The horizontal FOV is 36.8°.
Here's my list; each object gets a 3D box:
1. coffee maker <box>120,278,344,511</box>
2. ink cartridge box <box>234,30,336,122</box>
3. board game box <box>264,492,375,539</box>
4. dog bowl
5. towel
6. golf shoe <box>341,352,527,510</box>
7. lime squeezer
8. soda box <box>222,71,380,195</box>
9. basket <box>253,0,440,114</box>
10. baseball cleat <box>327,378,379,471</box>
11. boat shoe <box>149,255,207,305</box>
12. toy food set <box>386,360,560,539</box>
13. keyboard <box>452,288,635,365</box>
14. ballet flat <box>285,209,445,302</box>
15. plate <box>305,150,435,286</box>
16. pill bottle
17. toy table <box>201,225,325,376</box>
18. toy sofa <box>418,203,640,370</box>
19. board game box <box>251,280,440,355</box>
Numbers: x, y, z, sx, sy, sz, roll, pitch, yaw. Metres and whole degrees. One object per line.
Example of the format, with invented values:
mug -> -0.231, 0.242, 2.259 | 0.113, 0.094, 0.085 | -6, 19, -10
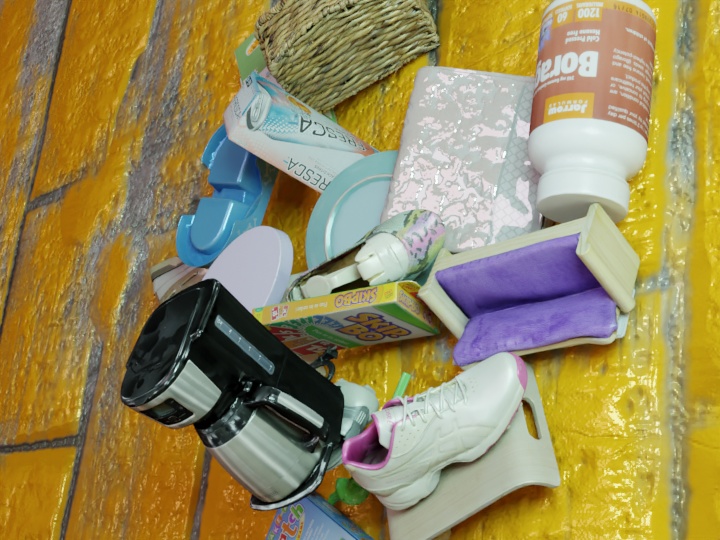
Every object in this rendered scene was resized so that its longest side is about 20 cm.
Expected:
coffee maker -> -0.123, 0.108, 1.069 | 0.134, 0.200, 0.193 | -36, 27, 17
ink cartridge box -> -0.102, -0.244, 1.443 | 0.104, 0.059, 0.202 | -38, 49, 29
board game box -> -0.041, 0.337, 1.142 | 0.199, 0.036, 0.153 | 26, 94, 48
dog bowl -> -0.161, -0.091, 1.350 | 0.111, 0.049, 0.202 | 7, 75, 45
towel -> 0.120, -0.111, 1.124 | 0.189, 0.032, 0.202 | 9, 79, 29
golf shoe -> 0.066, 0.141, 0.996 | 0.200, 0.091, 0.076 | -45, 33, 18
lime squeezer -> 0.007, 0.196, 1.108 | 0.037, 0.071, 0.201 | 32, 123, 7
soda box -> -0.058, -0.142, 1.242 | 0.069, 0.199, 0.064 | -51, 31, 18
basket -> -0.029, -0.312, 1.299 | 0.198, 0.143, 0.150 | -27, 54, 15
baseball cleat -> -0.062, 0.171, 1.177 | 0.199, 0.070, 0.107 | -27, 25, 54
boat shoe -> -0.198, 0.002, 1.440 | 0.199, 0.074, 0.069 | -23, 76, 37
toy food set -> 0.099, 0.191, 1.049 | 0.199, 0.060, 0.145 | -38, 37, 28
keyboard -> 0.172, 0.056, 1.044 | 0.199, 0.011, 0.057 | -15, 35, 43
ballet flat -> 0.000, 0.000, 1.120 | 0.199, 0.071, 0.070 | -27, 88, 35
plate -> 0.025, -0.037, 1.185 | 0.198, 0.026, 0.203 | -5, 77, 22
pill bottle -> 0.216, -0.150, 1.018 | 0.111, 0.112, 0.203 | -9, 66, 44
toy table -> -0.113, 0.049, 1.285 | 0.200, 0.116, 0.185 | -40, 49, 29
toy sofa -> 0.153, 0.019, 1.015 | 0.199, 0.083, 0.098 | -16, 37, 43
board game box -> -0.009, 0.052, 1.134 | 0.198, 0.095, 0.030 | -14, 60, 29
